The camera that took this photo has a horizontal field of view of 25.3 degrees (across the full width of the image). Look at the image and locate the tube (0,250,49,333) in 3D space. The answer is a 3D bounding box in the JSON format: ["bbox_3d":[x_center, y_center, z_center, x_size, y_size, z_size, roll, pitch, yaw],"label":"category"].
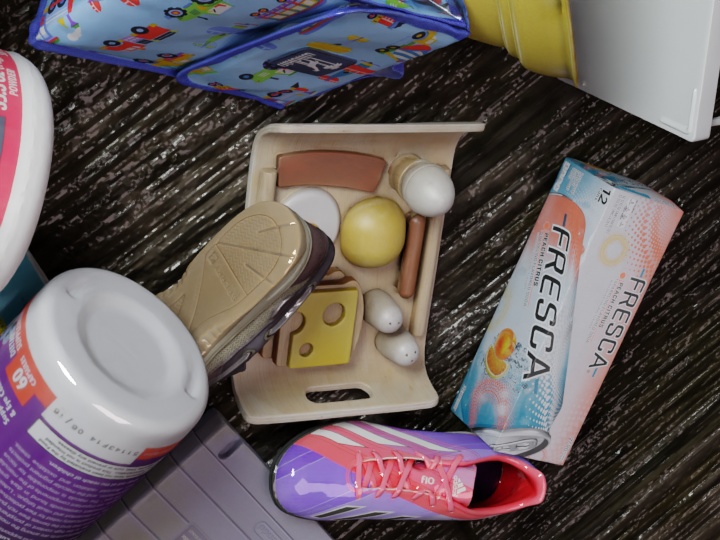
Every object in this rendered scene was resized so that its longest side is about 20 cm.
[{"bbox_3d":[-0.265,0.055,0.908,0.200,0.050,0.078,-33,126,-6],"label":"tube"}]

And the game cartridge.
[{"bbox_3d":[-0.089,0.197,1.075,0.130,0.038,0.200,-39,125,-3],"label":"game cartridge"}]

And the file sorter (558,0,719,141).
[{"bbox_3d":[0.220,-0.202,0.991,0.124,0.139,0.201,-10,117,-28],"label":"file sorter"}]

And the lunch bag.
[{"bbox_3d":[-0.050,-0.149,0.862,0.200,0.150,0.094,21,63,-40],"label":"lunch bag"}]

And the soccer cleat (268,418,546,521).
[{"bbox_3d":[0.034,0.138,1.075,0.200,0.073,0.068,5,92,-35],"label":"soccer cleat"}]

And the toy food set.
[{"bbox_3d":[0.000,0.000,1.013,0.143,0.060,0.201,-4,114,-27],"label":"toy food set"}]

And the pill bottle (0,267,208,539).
[{"bbox_3d":[-0.185,0.100,0.899,0.111,0.112,0.200,25,125,-34],"label":"pill bottle"}]

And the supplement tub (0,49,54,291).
[{"bbox_3d":[-0.266,-0.064,0.791,0.200,0.140,0.141,15,105,-33],"label":"supplement tub"}]

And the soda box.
[{"bbox_3d":[0.140,0.029,1.100,0.068,0.064,0.200,15,104,-33],"label":"soda box"}]

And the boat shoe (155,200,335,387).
[{"bbox_3d":[-0.094,0.039,0.957,0.200,0.072,0.065,-43,144,18],"label":"boat shoe"}]

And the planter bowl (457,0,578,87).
[{"bbox_3d":[0.070,-0.197,0.909,0.083,0.201,0.201,-8,120,8],"label":"planter bowl"}]
